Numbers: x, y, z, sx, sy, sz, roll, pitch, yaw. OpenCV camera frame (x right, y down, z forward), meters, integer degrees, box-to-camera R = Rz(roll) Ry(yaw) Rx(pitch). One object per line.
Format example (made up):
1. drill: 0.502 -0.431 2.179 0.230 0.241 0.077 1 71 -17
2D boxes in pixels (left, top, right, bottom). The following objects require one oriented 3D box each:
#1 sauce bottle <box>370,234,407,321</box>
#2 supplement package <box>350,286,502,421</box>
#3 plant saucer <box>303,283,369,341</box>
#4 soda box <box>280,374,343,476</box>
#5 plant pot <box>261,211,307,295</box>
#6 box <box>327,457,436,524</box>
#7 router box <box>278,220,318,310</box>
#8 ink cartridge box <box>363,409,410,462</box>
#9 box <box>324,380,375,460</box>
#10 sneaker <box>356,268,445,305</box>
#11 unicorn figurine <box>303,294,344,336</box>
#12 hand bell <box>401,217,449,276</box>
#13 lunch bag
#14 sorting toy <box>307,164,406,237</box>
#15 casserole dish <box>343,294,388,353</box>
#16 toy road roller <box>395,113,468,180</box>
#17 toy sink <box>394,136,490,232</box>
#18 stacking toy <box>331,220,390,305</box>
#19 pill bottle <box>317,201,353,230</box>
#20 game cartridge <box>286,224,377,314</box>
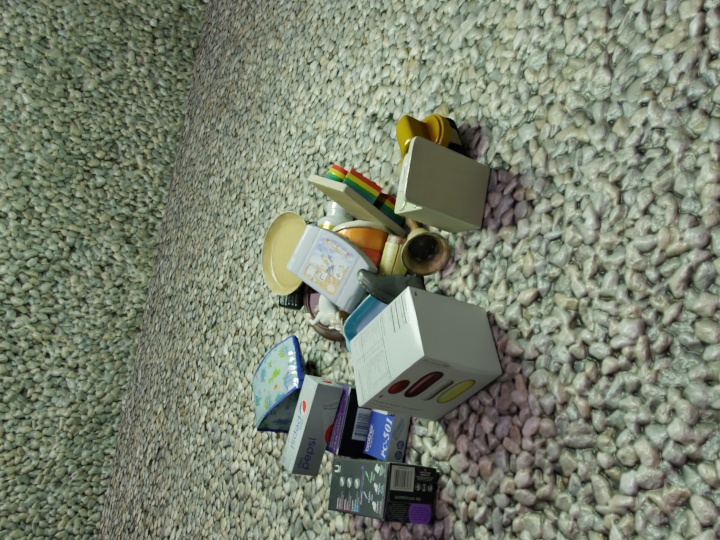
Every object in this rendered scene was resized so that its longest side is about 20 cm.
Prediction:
1. sauce bottle: 0.064 0.024 1.670 0.066 0.066 0.202 15 87 60
2. supplement package: 0.118 0.161 1.392 0.200 0.190 0.148 -46 41 39
3. plant saucer: -0.062 0.070 1.788 0.199 0.037 0.203 0 90 29
4. soda box: -0.103 0.330 1.592 0.063 0.068 0.202 20 94 60
5. plant pot: -0.171 -0.040 1.793 0.199 0.027 0.202 -10 77 48
6. box: 0.040 0.427 1.461 0.199 0.121 0.107 -16 63 55
7. router box: -0.155 -0.016 1.931 0.150 0.062 0.202 -49 -32 -69
8. ink cartridge box: 0.065 0.291 1.562 0.094 0.044 0.202 -1 75 60
9. box: -0.045 0.326 1.668 0.199 0.104 0.149 -2 75 58
10. sneaker: 0.086 0.038 1.549 0.091 0.199 0.076 -62 -13 0
11. unicorn figurine: -0.072 0.083 1.726 0.137 0.073 0.202 8 114 50
12. hand bell: 0.122 -0.084 1.628 0.105 0.103 0.201 -59 22 24
13. lunch bag: -0.191 0.290 1.905 0.171 0.126 0.201 -106 34 -43
14. sorting toy: 0.002 -0.173 1.750 0.070 0.198 0.200 -57 31 -4
15. casserole dish: 0.050 0.111 1.617 0.200 0.039 0.121 -46 71 18
16. toy road roller: 0.125 -0.250 1.621 0.200 0.145 0.124 -48 38 36
17. toy sink: 0.144 -0.168 1.499 0.112 0.199 0.132 -5 72 57
18. stacking toy: 0.000 0.000 1.700 0.146 0.145 0.202 -28 56 50
19. pill bottle: -0.067 -0.067 1.892 0.104 0.104 0.202 -3 74 58
20. game cartridge: -0.064 -0.012 1.663 0.199 0.041 0.134 34 108 23
